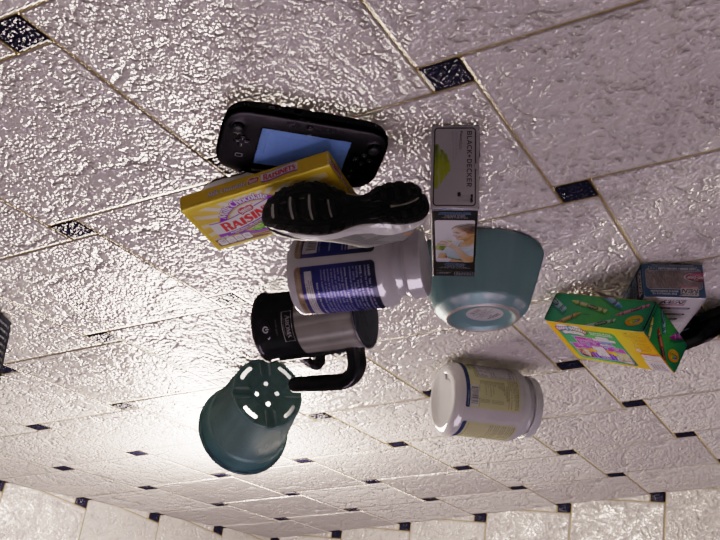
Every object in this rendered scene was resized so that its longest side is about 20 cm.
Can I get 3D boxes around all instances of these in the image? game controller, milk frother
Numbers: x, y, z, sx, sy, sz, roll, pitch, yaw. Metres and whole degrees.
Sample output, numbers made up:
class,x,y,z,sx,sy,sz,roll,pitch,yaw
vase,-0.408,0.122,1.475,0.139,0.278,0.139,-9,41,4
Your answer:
class,x,y,z,sx,sy,sz,roll,pitch,yaw
game controller,-0.070,-0.147,1.183,0.196,0.043,0.105,8,135,-14
game controller,0.566,0.119,1.749,0.042,0.104,0.200,49,143,-4
milk frother,-0.055,0.096,1.687,0.185,0.183,0.200,-9,-162,21

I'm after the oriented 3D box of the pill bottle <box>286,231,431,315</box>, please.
class,x,y,z,sx,sy,sz,roll,pitch,yaw
pill bottle,0.000,0.000,1.455,0.196,0.118,0.116,-5,156,15

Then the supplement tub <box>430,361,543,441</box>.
class,x,y,z,sx,sy,sz,roll,pitch,yaw
supplement tub,0.255,0.267,2.014,0.197,0.147,0.145,9,155,-18

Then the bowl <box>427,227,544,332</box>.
class,x,y,z,sx,sy,sz,roll,pitch,yaw
bowl,0.183,0.026,1.522,0.197,0.107,0.201,1,157,1

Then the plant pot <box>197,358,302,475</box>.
class,x,y,z,sx,sy,sz,roll,pitch,yaw
plant pot,-0.216,0.289,2.040,0.197,0.203,0.197,9,148,-19

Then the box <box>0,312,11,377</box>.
class,x,y,z,sx,sy,sz,roll,pitch,yaw
box,-0.703,0.146,1.704,0.122,0.200,0.201,0,156,2

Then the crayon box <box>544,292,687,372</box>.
class,x,y,z,sx,sy,sz,roll,pitch,yaw
crayon box,0.412,0.100,1.621,0.198,0.059,0.119,6,148,50

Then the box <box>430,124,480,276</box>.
class,x,y,z,sx,sy,sz,roll,pitch,yaw
box,0.120,-0.084,1.265,0.059,0.119,0.201,1,158,5

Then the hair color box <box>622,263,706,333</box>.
class,x,y,z,sx,sy,sz,roll,pitch,yaw
hair color box,0.489,0.056,1.633,0.098,0.062,0.201,1,157,2

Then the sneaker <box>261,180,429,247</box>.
class,x,y,z,sx,sy,sz,roll,pitch,yaw
sneaker,-0.020,-0.057,1.178,0.196,0.075,0.080,0,151,-14

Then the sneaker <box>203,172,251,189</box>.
class,x,y,z,sx,sy,sz,roll,pitch,yaw
sneaker,-0.125,-0.085,1.300,0.198,0.089,0.075,-18,150,36

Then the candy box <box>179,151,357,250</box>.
class,x,y,z,sx,sy,sz,roll,pitch,yaw
candy box,-0.110,-0.082,1.214,0.197,0.027,0.102,-16,145,16
